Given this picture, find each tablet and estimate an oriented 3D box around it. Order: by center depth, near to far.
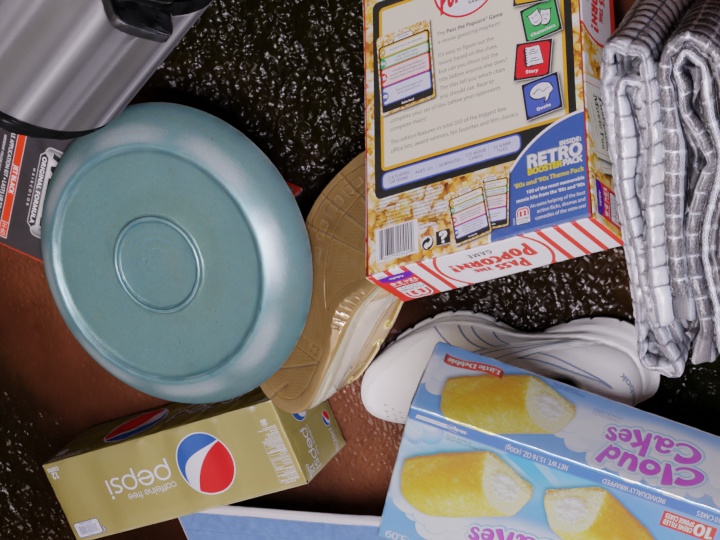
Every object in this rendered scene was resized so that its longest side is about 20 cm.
[{"bbox_3d":[-0.029,0.215,1.617,0.199,0.014,0.131,0,123,37],"label":"tablet"}]

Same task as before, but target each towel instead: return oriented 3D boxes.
[{"bbox_3d":[0.196,-0.059,1.344,0.085,0.166,0.201,-4,110,17],"label":"towel"}]

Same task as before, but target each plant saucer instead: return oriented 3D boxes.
[{"bbox_3d":[-0.125,-0.006,1.516,0.199,0.027,0.202,8,110,23],"label":"plant saucer"}]

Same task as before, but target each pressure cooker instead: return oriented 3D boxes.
[{"bbox_3d":[-0.171,-0.203,1.447,0.176,0.179,0.200,45,125,-1],"label":"pressure cooker"}]

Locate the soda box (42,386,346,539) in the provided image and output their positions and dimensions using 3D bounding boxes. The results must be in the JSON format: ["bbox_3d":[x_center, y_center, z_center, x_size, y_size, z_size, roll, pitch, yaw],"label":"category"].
[{"bbox_3d":[-0.114,0.125,1.618,0.199,0.068,0.064,-17,103,30],"label":"soda box"}]

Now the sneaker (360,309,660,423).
[{"bbox_3d":[0.085,0.071,1.493,0.199,0.087,0.075,-7,110,28],"label":"sneaker"}]

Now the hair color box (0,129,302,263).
[{"bbox_3d":[-0.147,-0.039,1.569,0.199,0.061,0.102,22,117,15],"label":"hair color box"}]

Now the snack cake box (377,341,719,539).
[{"bbox_3d":[0.120,0.133,1.422,0.199,0.067,0.116,18,129,6],"label":"snack cake box"}]

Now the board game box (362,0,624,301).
[{"bbox_3d":[0.075,-0.097,1.383,0.151,0.046,0.201,-14,63,29],"label":"board game box"}]

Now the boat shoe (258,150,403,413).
[{"bbox_3d":[0.000,0.000,1.514,0.074,0.069,0.201,42,118,23],"label":"boat shoe"}]
